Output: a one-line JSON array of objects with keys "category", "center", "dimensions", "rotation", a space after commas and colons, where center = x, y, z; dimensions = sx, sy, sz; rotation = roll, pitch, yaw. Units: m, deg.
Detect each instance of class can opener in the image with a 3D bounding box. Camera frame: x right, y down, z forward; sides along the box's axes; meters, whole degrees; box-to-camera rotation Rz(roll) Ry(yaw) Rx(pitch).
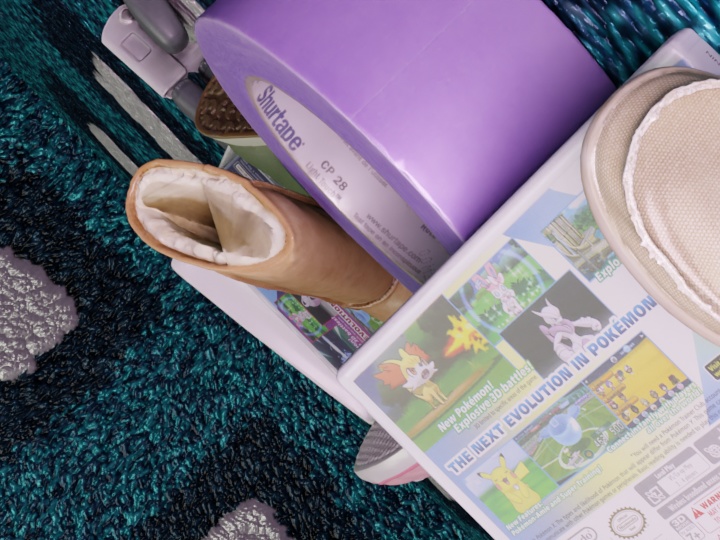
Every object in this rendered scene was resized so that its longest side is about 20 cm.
[{"category": "can opener", "center": [-0.112, -0.133, 1.121], "dimensions": [0.200, 0.053, 0.066], "rotation": [43, 173, 13]}]

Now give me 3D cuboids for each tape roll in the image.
[{"category": "tape roll", "center": [0.028, -0.059, 0.661], "dimensions": [0.200, 0.085, 0.200], "rotation": [45, 172, 8]}]

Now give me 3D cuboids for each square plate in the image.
[{"category": "square plate", "center": [-0.028, 0.003, 1.104], "dimensions": [0.198, 0.028, 0.200], "rotation": [38, 143, 3]}]

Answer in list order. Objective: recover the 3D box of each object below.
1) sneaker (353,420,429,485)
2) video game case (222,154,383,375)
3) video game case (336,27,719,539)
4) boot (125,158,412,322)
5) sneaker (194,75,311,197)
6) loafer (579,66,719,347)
[{"category": "sneaker", "center": [0.085, 0.119, 1.072], "dimensions": [0.105, 0.075, 0.200], "rotation": [39, 136, -16]}, {"category": "video game case", "center": [-0.009, -0.008, 1.033], "dimensions": [0.200, 0.023, 0.182], "rotation": [46, 141, -7]}, {"category": "video game case", "center": [0.109, 0.046, 0.542], "dimensions": [0.182, 0.022, 0.200], "rotation": [45, 130, 2]}, {"category": "boot", "center": [0.000, 0.000, 0.817], "dimensions": [0.175, 0.066, 0.200], "rotation": [13, 177, 27]}, {"category": "sneaker", "center": [-0.003, -0.067, 0.874], "dimensions": [0.090, 0.067, 0.200], "rotation": [30, 174, -42]}, {"category": "loafer", "center": [0.152, 0.009, 0.436], "dimensions": [0.200, 0.076, 0.068], "rotation": [36, 171, -1]}]
